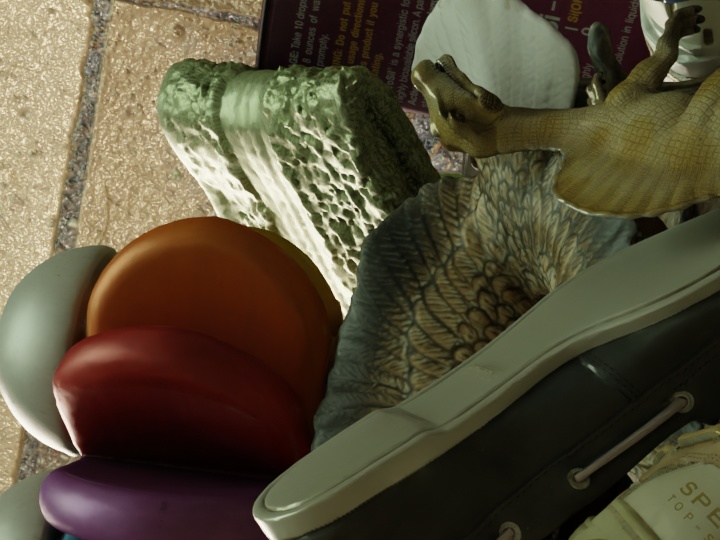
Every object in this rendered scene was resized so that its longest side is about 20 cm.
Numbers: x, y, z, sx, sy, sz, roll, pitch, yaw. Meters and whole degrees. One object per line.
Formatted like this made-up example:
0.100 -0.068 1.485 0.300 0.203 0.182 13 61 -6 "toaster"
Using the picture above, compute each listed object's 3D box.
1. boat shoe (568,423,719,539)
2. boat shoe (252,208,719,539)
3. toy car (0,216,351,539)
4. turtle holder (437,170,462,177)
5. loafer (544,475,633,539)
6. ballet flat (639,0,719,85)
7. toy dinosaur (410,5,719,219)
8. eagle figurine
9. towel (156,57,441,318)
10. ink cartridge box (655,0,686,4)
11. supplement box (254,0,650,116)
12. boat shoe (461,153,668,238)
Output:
0.099 0.076 0.624 0.065 0.071 0.200 -43 -9 1 "boat shoe"
0.064 0.043 0.697 0.057 0.200 0.067 62 172 -15 "boat shoe"
-0.063 0.077 0.892 0.150 0.175 0.201 46 -129 -80 "toy car"
0.031 0.020 1.203 0.186 0.131 0.141 13 -92 -87 "turtle holder"
0.088 0.069 1.051 0.073 0.071 0.200 103 179 -55 "loafer"
0.128 -0.127 0.841 0.070 0.065 0.200 41 132 40 "ballet flat"
0.108 -0.038 0.709 0.101 0.200 0.058 -33 -60 -35 "toy dinosaur"
0.070 0.016 0.822 0.152 0.151 0.200 97 -170 -60 "eagle figurine"
0.000 0.000 0.986 0.036 0.148 0.200 -41 -62 -27 "towel"
0.120 -0.191 0.712 0.136 0.076 0.201 -1 76 61 "ink cartridge box"
0.067 -0.136 0.993 0.103 0.199 0.131 102 179 -50 "supplement box"
0.103 0.001 1.001 0.200 0.068 0.072 -111 20 -45 "boat shoe"
